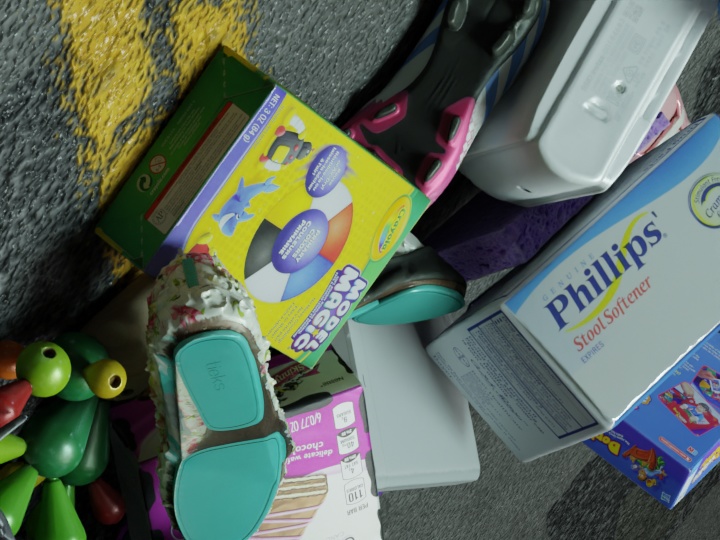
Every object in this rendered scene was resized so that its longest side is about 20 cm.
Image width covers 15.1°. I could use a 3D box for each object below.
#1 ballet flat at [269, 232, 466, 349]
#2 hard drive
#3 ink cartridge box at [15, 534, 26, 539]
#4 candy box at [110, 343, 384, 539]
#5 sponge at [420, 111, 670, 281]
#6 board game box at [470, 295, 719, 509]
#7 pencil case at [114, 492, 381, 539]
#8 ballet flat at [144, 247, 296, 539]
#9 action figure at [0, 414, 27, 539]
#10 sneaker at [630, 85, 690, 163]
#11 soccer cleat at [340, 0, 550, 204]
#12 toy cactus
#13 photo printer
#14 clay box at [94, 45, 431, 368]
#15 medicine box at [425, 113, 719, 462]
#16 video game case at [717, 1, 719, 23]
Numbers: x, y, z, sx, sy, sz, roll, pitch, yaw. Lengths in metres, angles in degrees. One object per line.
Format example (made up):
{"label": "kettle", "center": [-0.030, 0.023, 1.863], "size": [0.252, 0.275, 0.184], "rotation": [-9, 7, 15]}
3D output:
{"label": "ballet flat", "center": [0.000, 0.000, 1.584], "size": [0.068, 0.069, 0.200], "rotation": [-21, 173, 30]}
{"label": "hard drive", "center": [0.023, 0.072, 1.716], "size": [0.026, 0.133, 0.200], "rotation": [-13, 173, 20]}
{"label": "ink cartridge box", "center": [-0.232, 0.194, 1.420], "size": [0.200, 0.039, 0.100], "rotation": [-16, 139, -60]}
{"label": "candy box", "center": [-0.058, 0.151, 1.530], "size": [0.136, 0.061, 0.201], "rotation": [-19, 126, -15]}
{"label": "sponge", "center": [0.109, -0.046, 1.738], "size": [0.111, 0.030, 0.200], "rotation": [-23, -167, 43]}
{"label": "board game box", "center": [0.189, 0.067, 1.969], "size": [0.134, 0.200, 0.045], "rotation": [-36, 156, -41]}
{"label": "pencil case", "center": [-0.067, 0.149, 1.671], "size": [0.200, 0.085, 0.093], "rotation": [-34, 137, -46]}
{"label": "ballet flat", "center": [-0.073, 0.063, 1.363], "size": [0.075, 0.064, 0.201], "rotation": [-9, 141, -10]}
{"label": "action figure", "center": [-0.223, 0.136, 1.217], "size": [0.200, 0.102, 0.119], "rotation": [-46, 119, -5]}
{"label": "sneaker", "center": [0.235, -0.075, 1.985], "size": [0.075, 0.104, 0.200], "rotation": [-48, 160, -10]}
{"label": "soccer cleat", "center": [0.044, -0.090, 1.542], "size": [0.200, 0.070, 0.086], "rotation": [-53, 168, 1]}
{"label": "toy cactus", "center": [-0.138, 0.073, 1.374], "size": [0.165, 0.102, 0.201], "rotation": [-55, 156, -27]}
{"label": "photo printer", "center": [0.128, -0.119, 1.590], "size": [0.167, 0.069, 0.200], "rotation": [-60, -170, -8]}
{"label": "clay box", "center": [-0.040, -0.025, 1.407], "size": [0.115, 0.048, 0.200], "rotation": [-54, 145, 2]}
{"label": "medicine box", "center": [0.156, 0.015, 1.673], "size": [0.182, 0.103, 0.200], "rotation": [-41, -179, -15]}
{"label": "video game case", "center": [0.224, -0.210, 1.539], "size": [0.045, 0.202, 0.181], "rotation": [-10, -179, 0]}
